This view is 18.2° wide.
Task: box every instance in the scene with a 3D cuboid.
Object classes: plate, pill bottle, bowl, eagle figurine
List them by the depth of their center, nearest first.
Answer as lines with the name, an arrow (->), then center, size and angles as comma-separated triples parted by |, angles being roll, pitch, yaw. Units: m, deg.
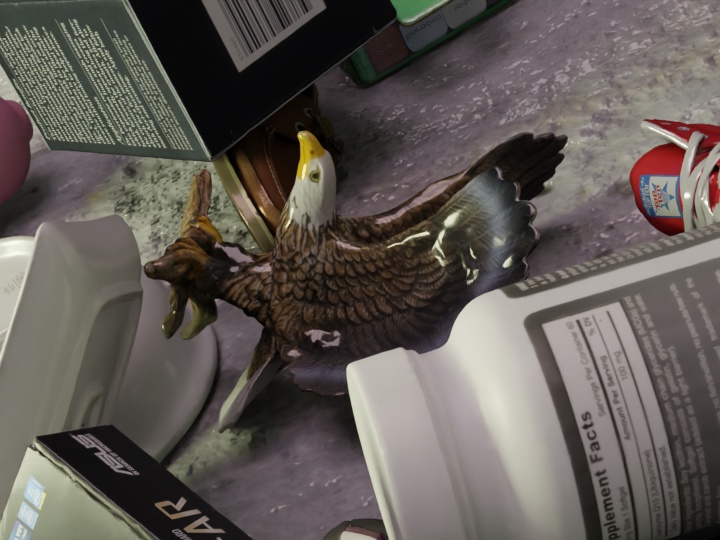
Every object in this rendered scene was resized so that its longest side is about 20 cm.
pill bottle -> 0.102, 0.052, 0.864 | 0.199, 0.116, 0.116 | -16, 33, -4
plate -> -0.140, 0.076, 1.010 | 0.032, 0.201, 0.200 | 17, 3, 2
eagle figurine -> -0.001, -0.005, 1.106 | 0.198, 0.151, 0.153 | 1, 66, 8
bowl -> -0.184, 0.047, 1.193 | 0.200, 0.091, 0.202 | -18, 35, 13

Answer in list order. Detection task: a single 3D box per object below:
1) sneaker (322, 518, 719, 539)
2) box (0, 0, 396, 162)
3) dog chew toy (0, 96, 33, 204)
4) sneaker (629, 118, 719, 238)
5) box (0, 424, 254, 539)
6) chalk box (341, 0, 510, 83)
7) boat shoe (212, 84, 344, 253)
sneaker -> 0.086, 0.130, 0.924 | 0.199, 0.076, 0.115 | 22, 51, 36
box -> -0.105, -0.148, 1.282 | 0.148, 0.107, 0.200 | -39, 25, -25
dog chew toy -> -0.287, -0.046, 1.368 | 0.200, 0.125, 0.124 | -34, 33, -25
sneaker -> 0.169, -0.035, 0.988 | 0.112, 0.072, 0.200 | 4, -3, 12
box -> -0.086, 0.183, 0.823 | 0.160, 0.201, 0.043 | 35, 23, 30
chalk box -> 0.011, -0.209, 1.375 | 0.124, 0.124, 0.200 | -31, 33, -6
boat shoe -> -0.047, -0.072, 1.275 | 0.068, 0.072, 0.200 | -25, 34, 3
